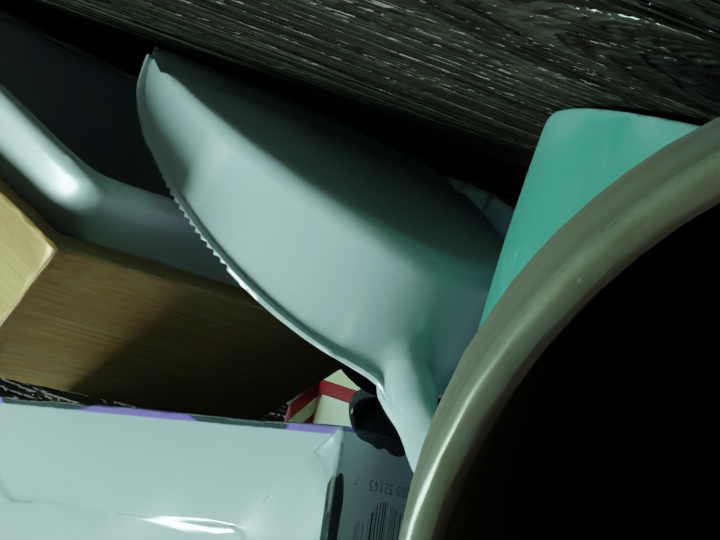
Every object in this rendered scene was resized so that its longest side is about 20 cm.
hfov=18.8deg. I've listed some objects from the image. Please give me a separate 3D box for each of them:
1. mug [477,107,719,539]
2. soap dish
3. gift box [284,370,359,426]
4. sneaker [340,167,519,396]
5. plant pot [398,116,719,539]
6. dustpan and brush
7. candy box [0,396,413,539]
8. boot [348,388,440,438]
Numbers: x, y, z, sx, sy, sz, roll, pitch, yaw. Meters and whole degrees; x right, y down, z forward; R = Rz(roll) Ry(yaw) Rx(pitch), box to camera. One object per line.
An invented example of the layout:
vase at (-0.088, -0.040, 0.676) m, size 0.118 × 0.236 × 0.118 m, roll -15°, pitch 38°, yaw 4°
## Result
mug at (0.110, 0.036, 0.611) m, size 0.151 × 0.115 × 0.185 m, roll 16°, pitch 177°, yaw 19°
soap dish at (-0.103, -0.020, 0.767) m, size 0.157 × 0.081 × 0.200 m, roll 41°, pitch -169°, yaw 29°
gift box at (0.068, 0.092, 1.199) m, size 0.186 × 0.201 × 0.184 m, roll 17°, pitch 173°, yaw 37°
sneaker at (0.000, 0.000, 0.861) m, size 0.078 × 0.090 × 0.200 m, roll 20°, pitch 179°, yaw -34°
plant pot at (0.106, 0.050, 0.431) m, size 0.199 × 0.201 × 0.174 m, roll 17°, pitch -167°, yaw -1°
dustpan and brush at (0.007, 0.013, 0.683) m, size 0.139 × 0.057 × 0.200 m, roll 20°, pitch -163°, yaw -35°
candy box at (-0.023, 0.097, 0.773) m, size 0.167 × 0.072 × 0.200 m, roll 2°, pitch 170°, yaw 35°
boot at (0.041, 0.037, 0.941) m, size 0.131 × 0.070 × 0.200 m, roll -29°, pitch -165°, yaw -32°
